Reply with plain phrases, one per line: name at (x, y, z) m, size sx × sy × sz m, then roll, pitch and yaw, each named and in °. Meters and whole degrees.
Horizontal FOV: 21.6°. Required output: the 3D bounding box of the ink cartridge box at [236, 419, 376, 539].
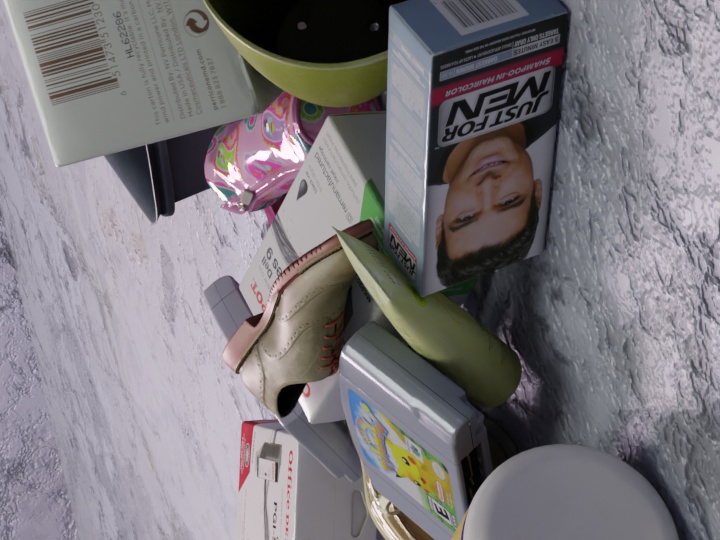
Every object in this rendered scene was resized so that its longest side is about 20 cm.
ink cartridge box at (-0.055, 0.223, 1.828) m, size 0.200 × 0.082 × 0.148 m, roll 177°, pitch 96°, yaw -71°

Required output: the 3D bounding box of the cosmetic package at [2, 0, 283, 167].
cosmetic package at (-0.155, -0.194, 1.436) m, size 0.200 × 0.165 × 0.169 m, roll -63°, pitch -43°, yaw -72°

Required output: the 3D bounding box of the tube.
tube at (0.049, 0.036, 1.315) m, size 0.058 × 0.052 × 0.200 m, roll -1°, pitch 154°, yaw 34°

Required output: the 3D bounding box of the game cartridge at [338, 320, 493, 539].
game cartridge at (0.042, 0.129, 1.382) m, size 0.133 × 0.040 × 0.201 m, roll 40°, pitch 157°, yaw 35°

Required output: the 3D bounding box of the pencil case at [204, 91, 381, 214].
pencil case at (-0.059, -0.103, 1.556) m, size 0.200 × 0.087 × 0.088 m, roll -23°, pitch 85°, yaw 59°

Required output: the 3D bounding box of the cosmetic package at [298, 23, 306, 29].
cosmetic package at (-0.097, -0.249, 1.633) m, size 0.200 × 0.050 × 0.083 m, roll -129°, pitch 29°, yaw -47°

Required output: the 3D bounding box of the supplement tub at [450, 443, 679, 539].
supplement tub at (0.123, 0.218, 1.278) m, size 0.200 × 0.144 × 0.146 m, roll 109°, pitch 139°, yaw -60°

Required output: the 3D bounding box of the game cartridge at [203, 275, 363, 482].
game cartridge at (-0.071, 0.091, 1.688) m, size 0.200 × 0.041 × 0.133 m, roll 54°, pitch 180°, yaw 45°

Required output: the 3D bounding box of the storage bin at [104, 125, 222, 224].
storage bin at (-0.172, -0.144, 1.811) m, size 0.200 × 0.133 × 0.147 m, roll -130°, pitch 29°, yaw -50°

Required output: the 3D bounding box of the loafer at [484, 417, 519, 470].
loafer at (0.069, 0.146, 1.483) m, size 0.200 × 0.069 × 0.076 m, roll -136°, pitch 33°, yaw -55°

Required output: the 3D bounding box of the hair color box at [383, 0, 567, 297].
hair color box at (0.071, -0.087, 1.222) m, size 0.061 × 0.098 × 0.201 m, roll 53°, pitch 154°, yaw 40°

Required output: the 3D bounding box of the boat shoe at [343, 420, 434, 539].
boat shoe at (0.032, 0.159, 1.596) m, size 0.063 × 0.073 × 0.201 m, roll 94°, pitch 152°, yaw -54°

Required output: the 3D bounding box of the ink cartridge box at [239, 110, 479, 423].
ink cartridge box at (0.000, 0.000, 1.441) m, size 0.147 × 0.083 × 0.201 m, roll 60°, pitch 139°, yaw 30°

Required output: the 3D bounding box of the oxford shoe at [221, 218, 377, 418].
oxford shoe at (-0.029, 0.036, 1.370) m, size 0.075 × 0.070 × 0.200 m, roll 53°, pitch 141°, yaw 12°

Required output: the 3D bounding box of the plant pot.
plant pot at (-0.017, -0.191, 1.305) m, size 0.200 × 0.186 × 0.188 m, roll 83°, pitch 164°, yaw -74°

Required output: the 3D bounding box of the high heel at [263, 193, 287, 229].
high heel at (-0.025, -0.017, 1.646) m, size 0.200 × 0.067 × 0.096 m, roll 29°, pitch 160°, yaw 49°
